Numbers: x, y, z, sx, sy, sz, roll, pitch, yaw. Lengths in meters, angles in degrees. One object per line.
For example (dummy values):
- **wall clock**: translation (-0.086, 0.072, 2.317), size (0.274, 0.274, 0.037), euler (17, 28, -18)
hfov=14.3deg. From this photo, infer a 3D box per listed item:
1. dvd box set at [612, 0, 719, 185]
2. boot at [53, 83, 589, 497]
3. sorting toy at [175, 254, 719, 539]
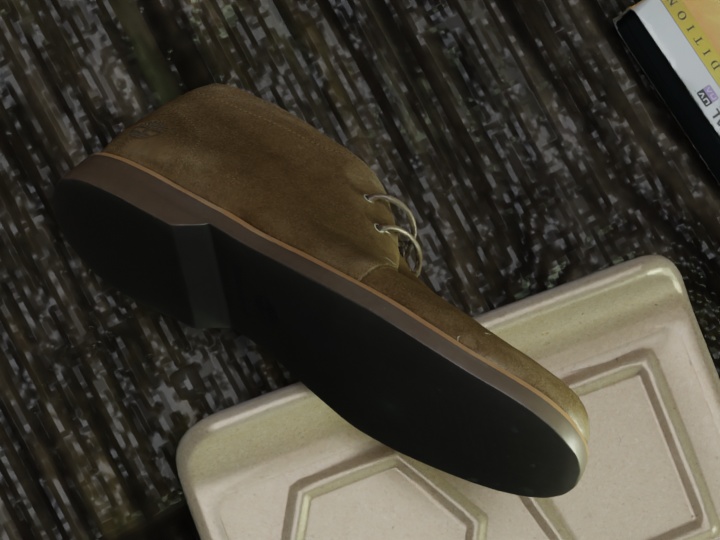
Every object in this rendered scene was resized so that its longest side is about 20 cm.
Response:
- **dvd box set**: translation (0.209, -0.083, 1.016), size (0.200, 0.029, 0.146), euler (-33, 88, -13)
- **boot**: translation (0.000, 0.000, 0.923), size (0.200, 0.074, 0.075), euler (31, 57, 23)
- **sorting toy**: translation (0.054, 0.116, 0.963), size (0.185, 0.036, 0.200), euler (-20, 90, -11)
